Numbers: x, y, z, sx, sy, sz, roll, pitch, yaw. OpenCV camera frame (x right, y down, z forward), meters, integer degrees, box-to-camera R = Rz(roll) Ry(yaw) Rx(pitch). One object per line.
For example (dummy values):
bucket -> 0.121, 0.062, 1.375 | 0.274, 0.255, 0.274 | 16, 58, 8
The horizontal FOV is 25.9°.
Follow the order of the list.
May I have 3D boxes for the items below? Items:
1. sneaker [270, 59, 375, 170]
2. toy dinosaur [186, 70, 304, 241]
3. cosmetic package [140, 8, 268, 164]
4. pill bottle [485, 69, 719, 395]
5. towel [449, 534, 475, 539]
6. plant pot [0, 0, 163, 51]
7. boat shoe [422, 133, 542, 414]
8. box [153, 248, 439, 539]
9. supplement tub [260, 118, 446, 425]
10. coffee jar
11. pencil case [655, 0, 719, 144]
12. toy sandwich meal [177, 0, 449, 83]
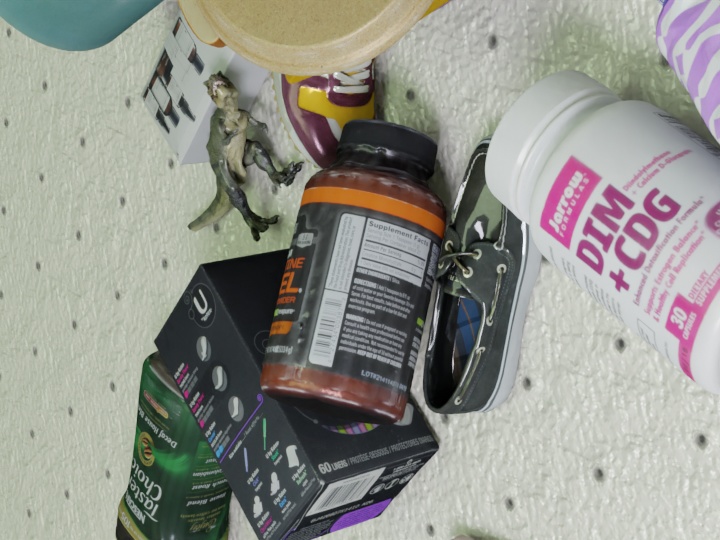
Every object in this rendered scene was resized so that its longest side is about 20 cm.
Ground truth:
sneaker -> -0.018, -0.169, 1.142 | 0.090, 0.074, 0.202 | -16, 87, 50
toy dinosaur -> -0.097, -0.079, 1.273 | 0.088, 0.047, 0.201 | 39, 144, 19
cosmetic package -> -0.112, -0.185, 1.267 | 0.083, 0.050, 0.201 | 55, 134, 26
pill bottle -> 0.171, -0.028, 0.918 | 0.200, 0.113, 0.114 | 42, 127, 36
towel -> 0.133, 0.301, 1.097 | 0.199, 0.032, 0.193 | 13, 107, 47
plant pot -> -0.202, -0.297, 1.248 | 0.160, 0.200, 0.203 | -18, 84, 39
boat shoe -> 0.081, 0.007, 1.075 | 0.068, 0.056, 0.202 | 22, 114, 45
box -> -0.051, 0.093, 1.199 | 0.201, 0.122, 0.106 | 58, 136, 23
supplement tub -> 0.000, 0.000, 1.097 | 0.106, 0.106, 0.202 | -1, 72, 49
coffee jar -> -0.155, 0.173, 1.366 | 0.104, 0.085, 0.202 | 36, 124, 39
pencil case -> 0.232, -0.085, 0.831 | 0.086, 0.083, 0.201 | -49, 46, 31
toy sandwich meal -> -0.026, -0.207, 0.981 | 0.203, 0.070, 0.207 | -2, 85, 21
